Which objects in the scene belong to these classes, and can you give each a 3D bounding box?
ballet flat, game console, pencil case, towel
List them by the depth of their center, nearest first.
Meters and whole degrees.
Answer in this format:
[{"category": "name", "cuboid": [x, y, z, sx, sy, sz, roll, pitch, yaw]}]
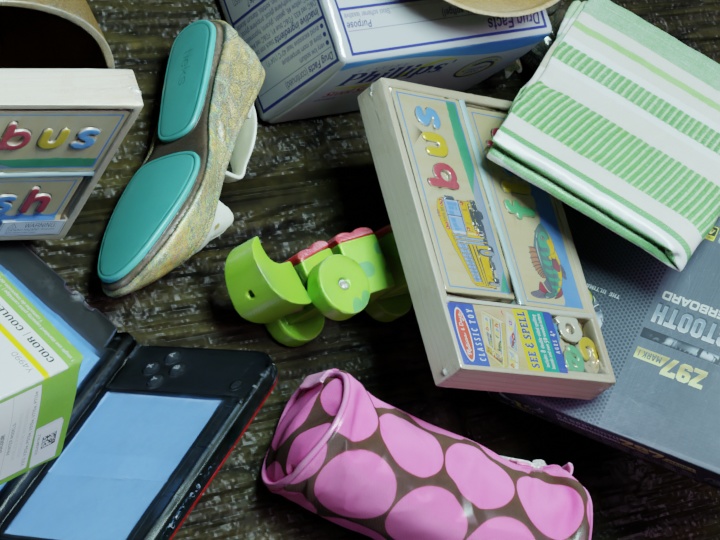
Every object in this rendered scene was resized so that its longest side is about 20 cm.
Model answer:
[{"category": "game console", "cuboid": [-0.171, 0.076, 1.386, 0.200, 0.172, 0.119, -56, 133, -37]}, {"category": "ballet flat", "cuboid": [-0.099, -0.059, 1.530, 0.071, 0.071, 0.201, 30, 56, -24]}, {"category": "pencil case", "cuboid": [0.042, 0.126, 1.540, 0.199, 0.091, 0.094, 26, 68, -24]}, {"category": "towel", "cuboid": [0.174, -0.092, 1.633, 0.152, 0.023, 0.200, 31, 41, 3]}]

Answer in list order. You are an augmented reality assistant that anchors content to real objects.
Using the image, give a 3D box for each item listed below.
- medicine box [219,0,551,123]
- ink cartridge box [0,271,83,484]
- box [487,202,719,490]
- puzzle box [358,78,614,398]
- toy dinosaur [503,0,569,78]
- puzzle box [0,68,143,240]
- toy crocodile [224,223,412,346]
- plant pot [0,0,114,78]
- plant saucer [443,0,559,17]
[{"category": "medicine box", "cuboid": [-0.001, -0.213, 1.640, 0.182, 0.103, 0.201, -12, 79, -39]}, {"category": "ink cartridge box", "cuboid": [-0.265, 0.062, 1.302, 0.200, 0.076, 0.148, -26, 57, -40]}, {"category": "box", "cuboid": [0.197, 0.041, 1.613, 0.199, 0.051, 0.158, 22, 77, 20]}, {"category": "puzzle box", "cuboid": [0.077, -0.020, 1.570, 0.133, 0.025, 0.201, 6, 59, -40]}, {"category": "toy dinosaur", "cuboid": [0.123, -0.162, 1.744, 0.200, 0.077, 0.102, 39, 25, -6]}, {"category": "puzzle box", "cuboid": [-0.229, -0.060, 1.371, 0.199, 0.133, 0.026, -3, 58, -31]}, {"category": "toy crocodile", "cuboid": [0.000, 0.000, 1.574, 0.199, 0.067, 0.062, -13, 79, -39]}, {"category": "plant pot", "cuboid": [-0.251, -0.168, 1.404, 0.186, 0.186, 0.201, 1, 55, -36]}, {"category": "plant saucer", "cuboid": [0.059, -0.246, 1.604, 0.199, 0.035, 0.201, 13, 66, -30]}]
